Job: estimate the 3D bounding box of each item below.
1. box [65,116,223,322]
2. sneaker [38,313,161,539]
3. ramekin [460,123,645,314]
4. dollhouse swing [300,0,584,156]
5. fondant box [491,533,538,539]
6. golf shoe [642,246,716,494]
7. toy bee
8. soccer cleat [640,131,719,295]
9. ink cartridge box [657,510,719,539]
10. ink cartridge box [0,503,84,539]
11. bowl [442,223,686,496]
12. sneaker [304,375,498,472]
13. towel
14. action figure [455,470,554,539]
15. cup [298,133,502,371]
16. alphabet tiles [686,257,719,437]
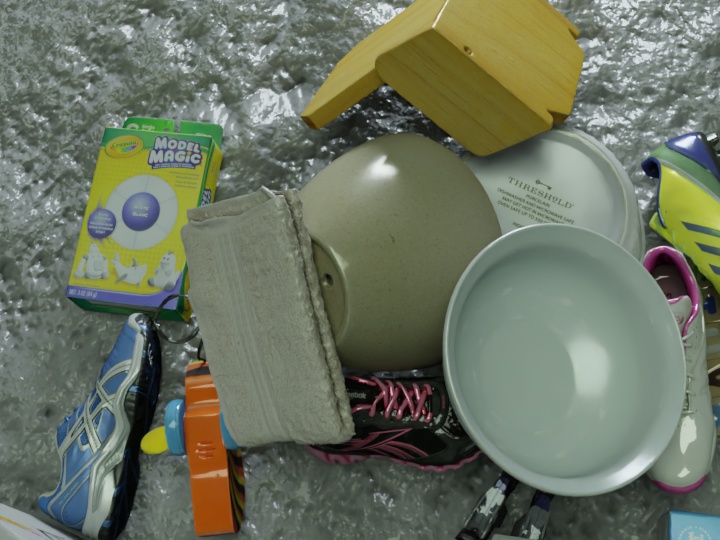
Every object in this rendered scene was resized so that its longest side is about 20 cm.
[{"bbox_3d":[-0.204,-0.059,1.000,0.115,0.048,0.204,5,71,10],"label":"box"},{"bbox_3d":[-0.230,0.133,0.923,0.075,0.076,0.204,10,72,7],"label":"sneaker"},{"bbox_3d":[0.155,-0.036,0.911,0.198,0.094,0.207,-3,72,8],"label":"ramekin"},{"bbox_3d":[0.076,-0.168,0.948,0.181,0.176,0.201,37,37,-9],"label":"dollhouse swing"},{"bbox_3d":[0.187,0.282,0.753,0.196,0.058,0.147,2,111,28],"label":"fondant box"},{"bbox_3d":[0.246,0.074,0.834,0.074,0.092,0.204,-6,60,16],"label":"golf shoe"},{"bbox_3d":[-0.122,0.122,0.910,0.128,0.109,0.204,14,99,5],"label":"toy bee"},{"bbox_3d":[0.297,-0.032,0.890,0.082,0.065,0.203,-21,50,18],"label":"soccer cleat"},{"bbox_3d":[0.333,0.258,0.801,0.195,0.067,0.118,4,72,10],"label":"ink cartridge box"},{"bbox_3d":[-0.263,0.283,0.802,0.198,0.144,0.149,11,69,47],"label":"ink cartridge box"},{"bbox_3d":[0.141,0.073,0.794,0.197,0.090,0.206,5,74,-16],"label":"bowl"},{"bbox_3d":[0.022,0.117,0.856,0.196,0.095,0.080,-9,58,23],"label":"sneaker"},{"bbox_3d":[-0.076,0.041,0.805,0.131,0.034,0.204,-10,97,44],"label":"towel"},{"bbox_3d":[0.156,0.151,0.864,0.128,0.070,0.202,23,74,20],"label":"action figure"},{"bbox_3d":[0.000,0.000,0.845,0.142,0.202,0.201,-21,61,-47],"label":"cup"},{"bbox_3d":[0.339,0.051,0.860,0.196,0.006,0.169,-13,56,22],"label":"alphabet tiles"}]
